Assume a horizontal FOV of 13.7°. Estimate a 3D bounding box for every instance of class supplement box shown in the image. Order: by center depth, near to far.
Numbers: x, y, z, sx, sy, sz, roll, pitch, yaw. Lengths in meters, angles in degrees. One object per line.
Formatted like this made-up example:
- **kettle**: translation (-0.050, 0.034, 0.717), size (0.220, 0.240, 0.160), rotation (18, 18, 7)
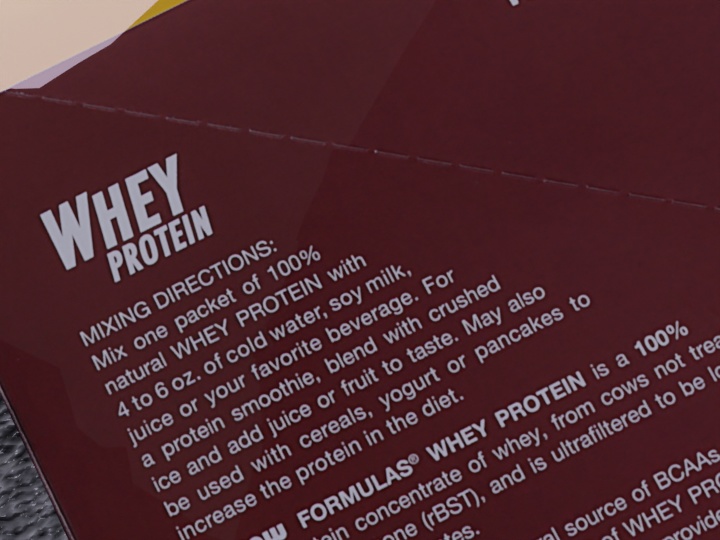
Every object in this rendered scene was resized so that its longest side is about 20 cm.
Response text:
- **supplement box**: translation (0.032, 0.019, 0.622), size (0.197, 0.200, 0.133), rotation (-27, -16, -6)
